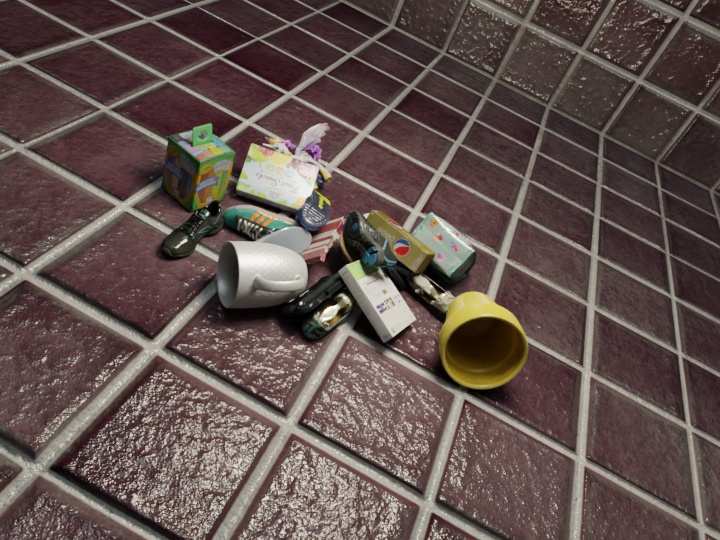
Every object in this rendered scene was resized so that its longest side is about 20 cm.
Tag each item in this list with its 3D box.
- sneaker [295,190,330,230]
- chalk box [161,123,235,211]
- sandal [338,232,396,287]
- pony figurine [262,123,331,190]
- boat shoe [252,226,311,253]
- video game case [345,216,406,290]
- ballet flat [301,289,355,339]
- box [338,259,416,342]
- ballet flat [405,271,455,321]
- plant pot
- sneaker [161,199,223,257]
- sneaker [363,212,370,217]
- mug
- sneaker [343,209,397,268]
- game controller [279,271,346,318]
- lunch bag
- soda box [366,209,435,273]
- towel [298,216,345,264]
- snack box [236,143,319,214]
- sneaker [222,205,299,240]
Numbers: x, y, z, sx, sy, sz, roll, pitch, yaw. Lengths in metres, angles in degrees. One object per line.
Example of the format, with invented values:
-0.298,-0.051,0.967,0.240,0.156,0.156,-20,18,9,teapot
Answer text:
-0.127,-0.139,1.522,0.074,0.082,0.200,39,20,-12,sneaker
-0.409,-0.276,1.498,0.124,0.200,0.124,39,41,17,chalk box
-0.002,0.003,1.519,0.212,0.070,0.078,45,37,-12,sandal
-0.172,-0.335,1.753,0.193,0.167,0.200,-24,75,-31,pony figurine
-0.222,-0.055,1.442,0.202,0.075,0.086,-25,17,-21,boat shoe
0.042,-0.045,1.555,0.200,0.019,0.143,50,0,28,video game case
-0.057,0.093,1.378,0.074,0.074,0.200,34,41,10,ballet flat
0.043,0.063,1.420,0.200,0.036,0.144,58,30,5,box
0.195,0.068,1.539,0.200,0.073,0.073,42,41,21,ballet flat
0.281,0.150,1.416,0.200,0.201,0.189,19,23,-9,plant pot
-0.401,-0.105,1.409,0.075,0.079,0.200,31,40,6,sneaker
0.082,-0.104,1.671,0.200,0.075,0.100,37,39,12,sneaker
-0.203,0.015,1.303,0.175,0.148,0.200,1,10,-32,mug
0.020,-0.072,1.458,0.082,0.073,0.200,14,35,-38,sneaker
-0.103,0.059,1.379,0.200,0.104,0.042,-37,104,-49,game controller
0.236,-0.058,1.651,0.170,0.122,0.200,45,6,16,lunch bag
0.099,-0.078,1.562,0.200,0.064,0.068,41,18,19,soda box
-0.124,-0.065,1.490,0.023,0.144,0.200,62,30,-25,towel
-0.228,-0.249,1.631,0.199,0.053,0.143,17,77,-10,snack box
-0.254,-0.107,1.495,0.199,0.071,0.080,12,43,-10,sneaker
